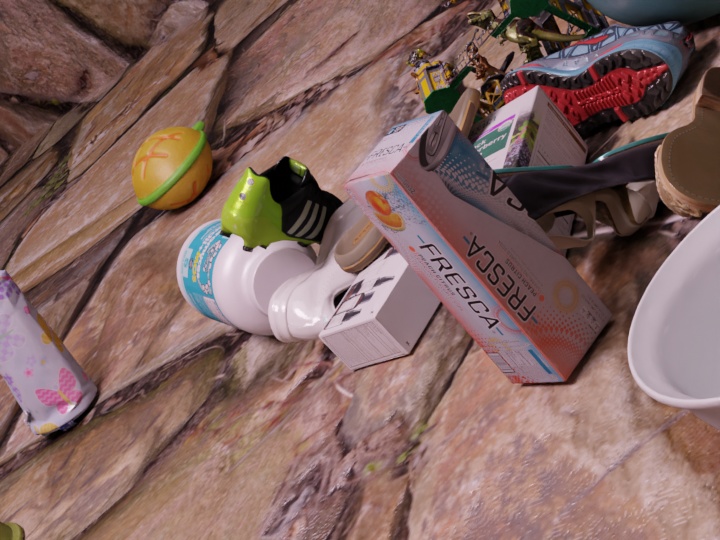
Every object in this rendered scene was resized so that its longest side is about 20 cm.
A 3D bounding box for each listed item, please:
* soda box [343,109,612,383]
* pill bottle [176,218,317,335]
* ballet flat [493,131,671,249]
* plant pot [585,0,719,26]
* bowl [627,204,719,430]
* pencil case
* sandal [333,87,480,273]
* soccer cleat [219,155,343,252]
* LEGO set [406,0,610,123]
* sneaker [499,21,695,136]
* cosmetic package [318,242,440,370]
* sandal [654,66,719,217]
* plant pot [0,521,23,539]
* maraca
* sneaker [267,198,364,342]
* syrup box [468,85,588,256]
[{"bbox_3d":[0.083,-0.012,1.043,0.068,0.200,0.064,-51,21,-26],"label":"soda box"},{"bbox_3d":[-0.108,0.005,1.517,0.111,0.111,0.200,-47,20,-13],"label":"pill bottle"},{"bbox_3d":[0.173,-0.053,1.131,0.200,0.073,0.073,-13,9,-21],"label":"ballet flat"},{"bbox_3d":[0.270,-0.305,1.329,0.201,0.201,0.161,-52,8,-25],"label":"plant pot"},{"bbox_3d":[0.250,0.024,0.807,0.201,0.090,0.201,-37,21,16],"label":"bowl"},{"bbox_3d":[-0.395,0.096,1.761,0.091,0.200,0.083,-31,14,10],"label":"pencil case"},{"bbox_3d":[0.034,-0.083,1.326,0.200,0.054,0.080,-48,14,18],"label":"sandal"},{"bbox_3d":[-0.060,-0.066,1.422,0.200,0.068,0.081,-14,-48,-63],"label":"soccer cleat"},{"bbox_3d":[0.136,-0.229,1.437,0.200,0.154,0.116,-55,36,38],"label":"LEGO set"},{"bbox_3d":[0.215,-0.172,1.345,0.200,0.079,0.096,-4,32,49],"label":"sneaker"},{"bbox_3d":[0.046,-0.006,1.332,0.083,0.051,0.200,-19,30,48],"label":"cosmetic package"},{"bbox_3d":[0.248,-0.071,1.088,0.212,0.078,0.070,-57,-9,-53],"label":"sandal"},{"bbox_3d":[-0.488,0.281,1.556,0.200,0.190,0.200,-38,19,16],"label":"plant pot"},{"bbox_3d":[-0.271,-0.155,2.185,0.137,0.107,0.200,-39,19,13],"label":"maraca"},{"bbox_3d":[0.000,0.000,1.407,0.088,0.075,0.200,1,39,35],"label":"sneaker"},{"bbox_3d":[0.125,-0.060,1.247,0.079,0.081,0.200,-29,25,32],"label":"syrup box"}]
